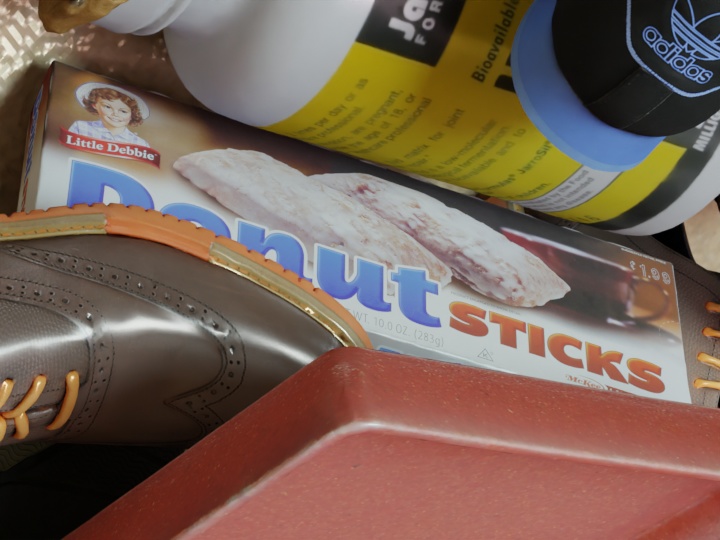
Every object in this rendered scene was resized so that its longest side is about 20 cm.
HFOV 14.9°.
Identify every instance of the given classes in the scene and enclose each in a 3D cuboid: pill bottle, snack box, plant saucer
[{"bbox_3d":[0.013,-0.085,0.771,0.200,0.111,0.111,15,100,-27],"label":"pill bottle"},{"bbox_3d":[0.000,0.000,0.786,0.200,0.072,0.024,18,131,-16],"label":"snack box"},{"bbox_3d":[0.008,0.078,0.736,0.200,0.037,0.200,11,145,-39],"label":"plant saucer"}]

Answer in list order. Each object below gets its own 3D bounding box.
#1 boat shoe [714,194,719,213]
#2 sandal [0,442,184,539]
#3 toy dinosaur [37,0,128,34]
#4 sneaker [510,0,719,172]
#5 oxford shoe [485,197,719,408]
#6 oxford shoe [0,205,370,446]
[{"bbox_3d":[0.132,-0.055,0.870,0.068,0.072,0.200,72,13,-66],"label":"boat shoe"},{"bbox_3d":[-0.133,0.085,0.782,0.080,0.057,0.201,43,94,-13],"label":"sandal"},{"bbox_3d":[-0.098,-0.085,0.704,0.060,0.106,0.200,0,103,-33],"label":"toy dinosaur"},{"bbox_3d":[0.103,-0.115,0.722,0.070,0.078,0.200,33,53,-17],"label":"sneaker"},{"bbox_3d":[0.092,0.036,0.855,0.073,0.200,0.071,-33,140,19],"label":"oxford shoe"},{"bbox_3d":[-0.095,0.026,0.700,0.200,0.073,0.071,8,129,-8],"label":"oxford shoe"}]
